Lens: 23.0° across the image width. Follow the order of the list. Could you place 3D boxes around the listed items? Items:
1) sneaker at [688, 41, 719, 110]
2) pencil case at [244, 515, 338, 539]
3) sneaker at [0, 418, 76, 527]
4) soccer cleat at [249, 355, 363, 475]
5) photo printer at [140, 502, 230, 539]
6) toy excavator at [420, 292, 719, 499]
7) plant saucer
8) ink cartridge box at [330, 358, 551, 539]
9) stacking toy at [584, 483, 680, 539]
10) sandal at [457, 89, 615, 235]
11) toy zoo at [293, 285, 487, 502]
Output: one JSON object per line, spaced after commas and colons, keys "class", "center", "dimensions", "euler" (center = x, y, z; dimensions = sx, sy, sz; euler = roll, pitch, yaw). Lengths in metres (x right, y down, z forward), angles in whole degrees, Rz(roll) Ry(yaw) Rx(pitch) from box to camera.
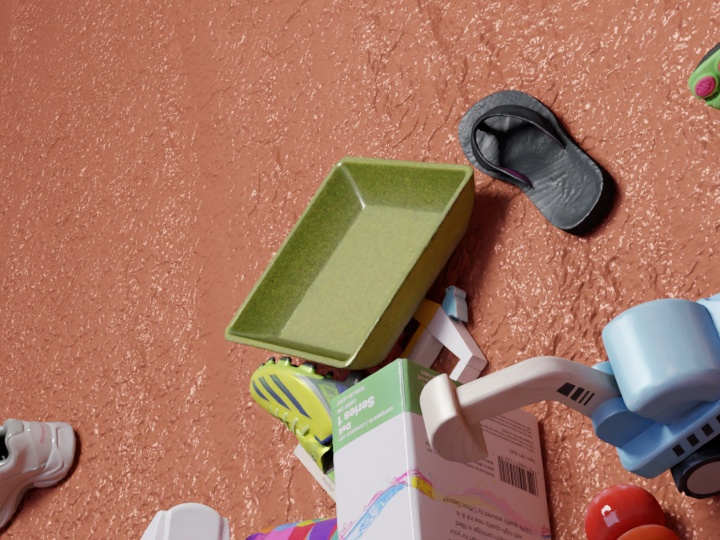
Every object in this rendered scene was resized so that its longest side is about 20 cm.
{"class": "sneaker", "center": [0.313, -0.185, 1.237], "dimensions": [0.200, 0.077, 0.084], "euler": [-42, 24, 22]}
{"class": "pencil case", "center": [-0.020, 0.230, 1.360], "dimensions": [0.200, 0.088, 0.089], "euler": [-21, 53, 54]}
{"class": "sneaker", "center": [-0.387, 0.205, 1.833], "dimensions": [0.200, 0.099, 0.078], "euler": [-40, 42, 29]}
{"class": "soccer cleat", "center": [-0.035, 0.121, 1.442], "dimensions": [0.200, 0.065, 0.084], "euler": [7, 77, 52]}
{"class": "photo printer", "center": [-0.158, 0.292, 1.467], "dimensions": [0.200, 0.069, 0.167], "euler": [126, 150, -68]}
{"class": "toy excavator", "center": [0.164, 0.074, 1.142], "dimensions": [0.194, 0.200, 0.100], "euler": [-40, 42, 29]}
{"class": "plant saucer", "center": [0.000, 0.000, 1.487], "dimensions": [0.200, 0.048, 0.200], "euler": [10, 62, 55]}
{"class": "ink cartridge box", "center": [0.060, 0.184, 1.252], "dimensions": [0.084, 0.145, 0.200], "euler": [-33, 47, 36]}
{"class": "stacking toy", "center": [0.199, 0.211, 1.133], "dimensions": [0.085, 0.085, 0.200], "euler": [-50, 31, 18]}
{"class": "sandal", "center": [0.132, -0.098, 1.414], "dimensions": [0.075, 0.048, 0.200], "euler": [-58, 37, 9]}
{"class": "toy zoo", "center": [0.029, 0.100, 1.446], "dimensions": [0.200, 0.020, 0.131], "euler": [-59, 36, 7]}
